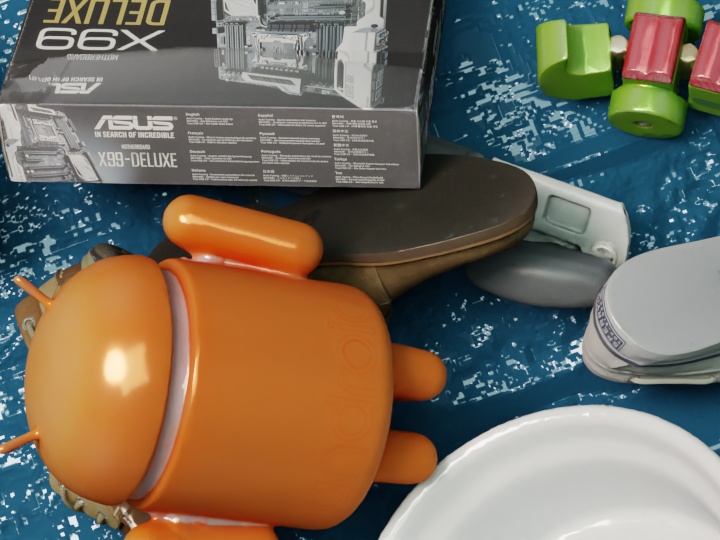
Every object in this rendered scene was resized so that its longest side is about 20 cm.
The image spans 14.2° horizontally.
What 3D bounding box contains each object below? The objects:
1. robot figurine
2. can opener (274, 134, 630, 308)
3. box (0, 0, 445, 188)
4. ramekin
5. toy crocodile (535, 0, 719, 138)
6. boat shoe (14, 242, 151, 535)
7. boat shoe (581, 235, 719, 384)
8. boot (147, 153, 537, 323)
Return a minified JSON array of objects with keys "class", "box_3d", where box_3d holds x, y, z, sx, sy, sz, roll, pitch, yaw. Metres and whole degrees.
[{"class":"robot figurine","box_3d":[-0.064,0.053,1.300,0.200,0.144,0.117,8,33,-22]},{"class":"can opener","box_3d":[0.034,-0.033,1.399,0.200,0.067,0.053,20,113,11]},{"class":"box","box_3d":[-0.063,-0.105,1.400,0.200,0.050,0.158,2,38,7]},{"class":"ramekin","box_3d":[0.106,0.170,1.300,0.200,0.098,0.201,-12,61,23]},{"class":"toy crocodile","box_3d":[0.184,-0.096,1.406,0.200,0.062,0.068,11,77,8]},{"class":"boat shoe","box_3d":[-0.111,0.088,1.390,0.074,0.076,0.200,-24,72,10]},{"class":"boat shoe","box_3d":[0.199,0.017,1.374,0.200,0.066,0.072,-15,70,-20]},{"class":"boot","box_3d":[0.000,0.000,1.376,0.200,0.075,0.074,-14,31,24]}]
